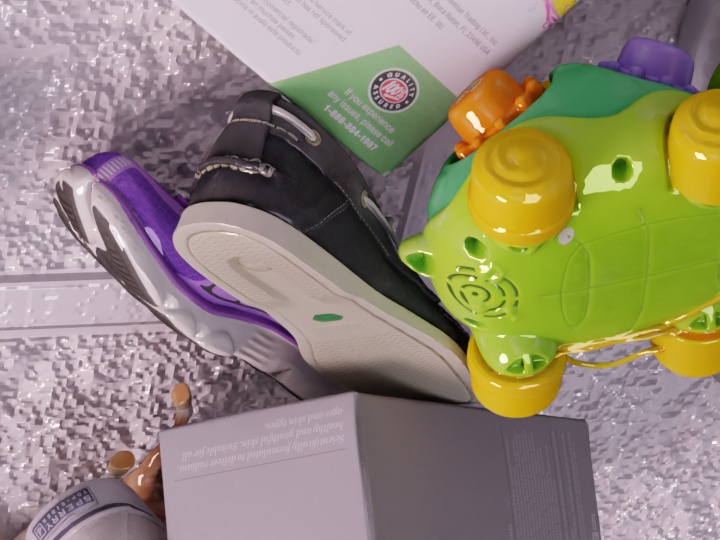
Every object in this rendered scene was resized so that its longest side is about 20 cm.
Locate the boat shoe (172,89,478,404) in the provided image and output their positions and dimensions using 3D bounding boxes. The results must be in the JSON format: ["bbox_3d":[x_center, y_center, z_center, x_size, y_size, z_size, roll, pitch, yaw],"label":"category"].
[{"bbox_3d":[0.000,0.000,0.940,0.072,0.068,0.200,-3,152,29],"label":"boat shoe"}]

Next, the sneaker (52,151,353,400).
[{"bbox_3d":[-0.048,-0.009,0.989,0.200,0.081,0.083,31,95,-48],"label":"sneaker"}]

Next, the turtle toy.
[{"bbox_3d":[0.109,-0.033,0.913,0.200,0.101,0.146,-12,142,-8],"label":"turtle toy"}]

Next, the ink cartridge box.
[{"bbox_3d":[0.027,-0.156,0.885,0.200,0.088,0.145,-41,132,13],"label":"ink cartridge box"}]

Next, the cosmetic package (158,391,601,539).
[{"bbox_3d":[0.014,0.105,1.017,0.107,0.090,0.200,-13,164,30],"label":"cosmetic package"}]

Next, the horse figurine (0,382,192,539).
[{"bbox_3d":[-0.133,0.124,1.047,0.200,0.050,0.133,-25,150,-15],"label":"horse figurine"}]

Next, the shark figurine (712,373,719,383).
[{"bbox_3d":[0.205,0.059,1.122,0.128,0.090,0.214,-9,161,30],"label":"shark figurine"}]

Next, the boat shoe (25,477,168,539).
[{"bbox_3d":[-0.075,0.158,1.035,0.071,0.070,0.200,-37,146,-2],"label":"boat shoe"}]

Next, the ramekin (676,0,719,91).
[{"bbox_3d":[0.248,-0.084,1.027,0.200,0.105,0.200,-13,130,-16],"label":"ramekin"}]
